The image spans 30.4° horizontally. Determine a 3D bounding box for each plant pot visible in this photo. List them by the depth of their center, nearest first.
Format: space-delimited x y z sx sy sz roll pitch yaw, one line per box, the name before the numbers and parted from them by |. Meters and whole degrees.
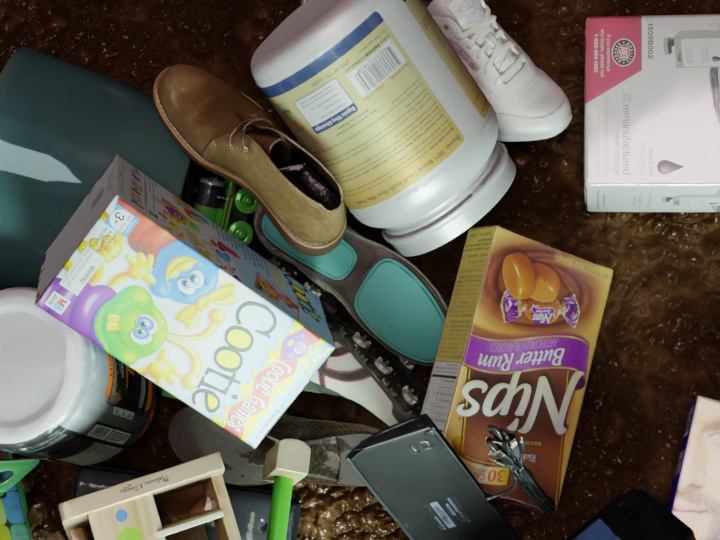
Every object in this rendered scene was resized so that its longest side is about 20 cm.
plant pot | -0.222 -0.066 1.104 0.158 0.201 0.204 14 81 -3

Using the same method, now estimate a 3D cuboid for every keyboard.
keyboard | 0.084 0.171 0.998 0.126 0.201 0.021 -19 42 19

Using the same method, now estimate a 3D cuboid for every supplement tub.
supplement tub | 0.021 -0.127 1.056 0.144 0.144 0.201 -37 108 1
supplement tub | -0.239 0.091 1.064 0.120 0.200 0.125 -2 78 9

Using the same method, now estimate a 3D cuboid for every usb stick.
usb stick | -0.149 0.201 1.113 0.197 0.033 0.056 7 79 11

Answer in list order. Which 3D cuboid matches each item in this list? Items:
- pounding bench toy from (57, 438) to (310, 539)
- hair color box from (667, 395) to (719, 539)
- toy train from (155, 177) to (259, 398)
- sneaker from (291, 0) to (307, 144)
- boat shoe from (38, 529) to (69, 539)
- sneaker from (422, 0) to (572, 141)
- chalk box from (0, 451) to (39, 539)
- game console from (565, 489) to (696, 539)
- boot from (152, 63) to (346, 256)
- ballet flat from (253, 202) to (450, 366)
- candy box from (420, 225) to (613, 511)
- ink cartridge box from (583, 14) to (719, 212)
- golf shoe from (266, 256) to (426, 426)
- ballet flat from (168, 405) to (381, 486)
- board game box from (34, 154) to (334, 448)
pounding bench toy | -0.111 0.230 1.010 0.197 0.124 0.158 -17 76 -15
hair color box | 0.287 0.209 1.019 0.108 0.065 0.203 13 79 13
toy train | -0.131 0.015 1.117 0.056 0.042 0.203 11 95 -18
sneaker | -0.032 -0.167 1.142 0.069 0.082 0.203 -3 78 7
boat shoe | -0.180 0.276 1.088 0.199 0.071 0.065 41 83 5
sneaker | 0.092 -0.181 1.112 0.199 0.100 0.075 35 64 14
chalk box | -0.352 0.203 1.081 0.198 0.125 0.126 -24 75 19
game console | 0.152 0.243 0.978 0.199 0.177 0.031 -41 88 0
boot | -0.084 -0.103 1.033 0.200 0.076 0.074 42 69 11
ballet flat | 0.000 0.000 1.091 0.199 0.064 0.068 38 100 -2
candy box | 0.120 0.079 1.053 0.115 0.056 0.203 18 82 -22
ink cartridge box | 0.282 -0.128 1.078 0.197 0.083 0.149 0 78 10
golf shoe | -0.023 0.076 1.106 0.200 0.077 0.088 43 106 20
ballet flat | -0.063 0.144 1.104 0.197 0.046 0.069 3 96 13
board game box | -0.132 0.023 0.999 0.199 0.105 0.103 36 101 -20
